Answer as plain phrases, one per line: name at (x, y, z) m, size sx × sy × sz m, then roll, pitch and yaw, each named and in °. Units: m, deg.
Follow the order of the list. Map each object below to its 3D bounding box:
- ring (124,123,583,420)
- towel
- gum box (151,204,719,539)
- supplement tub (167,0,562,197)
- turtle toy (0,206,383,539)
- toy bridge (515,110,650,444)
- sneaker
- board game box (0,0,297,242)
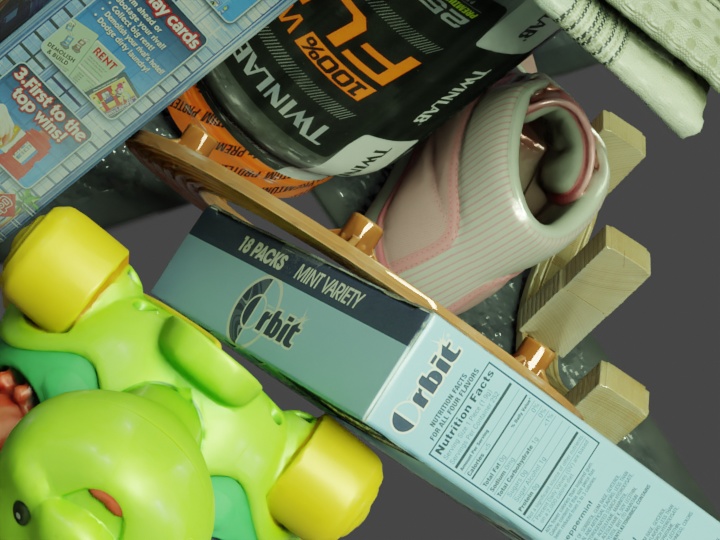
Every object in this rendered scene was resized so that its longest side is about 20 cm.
ring at (0.000, 0.000, 0.873) m, size 0.200 × 0.019 × 0.200 m, roll 33°, pitch -5°, yaw 3°
towel at (0.086, -0.150, 0.862) m, size 0.200 × 0.035 × 0.193 m, roll 35°, pitch 37°, yaw -19°
gum box at (0.041, 0.061, 0.836) m, size 0.200 × 0.045 × 0.170 m, roll 37°, pitch -5°, yaw -31°
supplement tub at (0.013, -0.120, 0.944) m, size 0.122 × 0.200 × 0.123 m, roll 27°, pitch 43°, yaw -29°
turtle toy at (-0.076, 0.060, 0.761) m, size 0.146 × 0.200 × 0.101 m, roll 39°, pitch 82°, yaw -2°
toy bridge at (0.095, 0.010, 1.017) m, size 0.027 × 0.067 × 0.200 m, roll 31°, pitch 35°, yaw -17°
sneaker at (0.068, -0.062, 1.018) m, size 0.075 × 0.104 × 0.201 m, roll 45°, pitch 38°, yaw -21°
board game box at (-0.069, -0.134, 0.876) m, size 0.062 × 0.199 × 0.200 m, roll 47°, pitch 26°, yaw -28°
